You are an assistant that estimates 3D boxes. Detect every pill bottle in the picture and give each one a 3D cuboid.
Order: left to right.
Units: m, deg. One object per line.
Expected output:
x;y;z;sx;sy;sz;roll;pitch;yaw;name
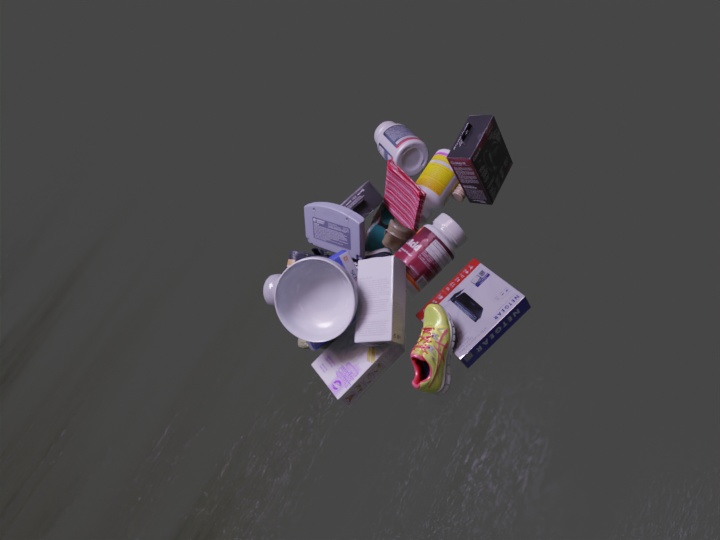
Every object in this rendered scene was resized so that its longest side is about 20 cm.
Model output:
-0.164;0.059;1.461;0.199;0.116;0.116;-1;56;35;pill bottle
0.121;-0.388;1.663;0.119;0.120;0.200;-37;43;6;pill bottle
0.169;-0.043;1.350;0.200;0.114;0.114;-44;42;-2;pill bottle
0.207;-0.233;1.483;0.104;0.104;0.201;21;70;45;pill bottle

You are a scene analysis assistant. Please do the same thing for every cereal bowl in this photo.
-0.097;0.063;1.254;0.199;0.201;0.083;-26;3;18;cereal bowl

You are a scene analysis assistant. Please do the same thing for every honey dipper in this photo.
0.320;-0.279;1.487;0.038;0.038;0.201;18;67;44;honey dipper

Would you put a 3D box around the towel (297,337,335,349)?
-0.085;0.127;1.461;0.148;0.037;0.201;-2;54;34;towel

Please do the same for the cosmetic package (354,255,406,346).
0.048;0.074;1.254;0.101;0.071;0.202;-7;72;31;cosmetic package

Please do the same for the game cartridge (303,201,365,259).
-0.071;-0.116;1.461;0.199;0.134;0.041;20;39;32;game cartridge

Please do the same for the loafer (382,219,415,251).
0.099;-0.086;1.417;0.076;0.200;0.068;27;90;6;loafer

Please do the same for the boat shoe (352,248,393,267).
0.000;0.000;1.470;0.199;0.076;0.061;-25;42;18;boat shoe

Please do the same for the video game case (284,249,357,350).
-0.081;0.074;1.352;0.199;0.182;0.045;-31;15;-16;video game case

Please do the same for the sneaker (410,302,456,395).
0.150;0.169;1.154;0.078;0.090;0.202;-13;73;55;sneaker

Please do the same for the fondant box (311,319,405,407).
-0.007;0.214;1.315;0.200;0.058;0.144;-46;43;-3;fondant box

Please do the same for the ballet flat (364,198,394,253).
0.057;-0.124;1.550;0.071;0.072;0.201;6;59;39;ballet flat

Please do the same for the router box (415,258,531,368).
0.255;0.093;1.223;0.200;0.049;0.179;-44;42;-1;router box

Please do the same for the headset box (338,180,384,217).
-0.013;-0.183;1.556;0.148;0.075;0.200;-41;6;2;headset box

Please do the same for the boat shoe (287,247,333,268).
-0.115;-0.034;1.512;0.074;0.199;0.063;0;92;59;boat shoe

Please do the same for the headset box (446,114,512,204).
0.311;-0.293;1.384;0.077;0.200;0.149;12;65;41;headset box

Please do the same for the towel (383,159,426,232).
0.112;-0.190;1.425;0.022;0.200;0.145;-33;67;-18;towel
